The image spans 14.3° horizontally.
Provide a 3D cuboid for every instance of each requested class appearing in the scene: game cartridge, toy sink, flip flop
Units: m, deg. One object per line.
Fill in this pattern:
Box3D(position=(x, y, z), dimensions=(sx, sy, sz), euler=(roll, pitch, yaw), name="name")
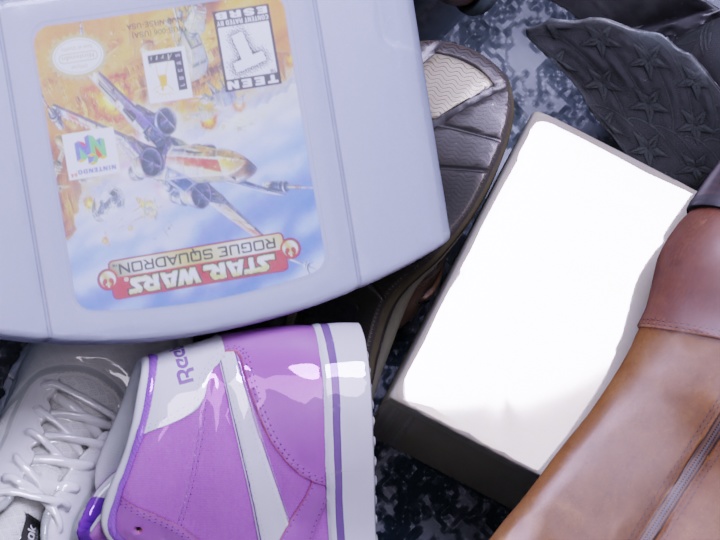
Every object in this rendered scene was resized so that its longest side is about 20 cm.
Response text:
Box3D(position=(-0.069, -0.042, 1.065), dimensions=(0.200, 0.042, 0.133), euler=(-10, 87, -14), name="game cartridge")
Box3D(position=(0.122, 0.048, 1.144), dimensions=(0.200, 0.112, 0.130), euler=(27, 78, 1), name="toy sink")
Box3D(position=(0.000, 0.000, 1.147), dimensions=(0.081, 0.058, 0.200), euler=(26, 104, 16), name="flip flop")

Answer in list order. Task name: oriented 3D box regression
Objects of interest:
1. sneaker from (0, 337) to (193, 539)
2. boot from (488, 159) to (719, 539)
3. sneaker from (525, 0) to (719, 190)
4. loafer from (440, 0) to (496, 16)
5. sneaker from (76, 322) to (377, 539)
Box3D(position=(-0.123, 0.086, 1.117), dimensions=(0.075, 0.081, 0.200), euler=(28, 76, -1), name="sneaker")
Box3D(position=(0.168, 0.075, 1.051), dimensions=(0.188, 0.068, 0.200), euler=(30, 78, 1), name="boot")
Box3D(position=(0.161, -0.052, 1.190), dimensions=(0.200, 0.104, 0.060), euler=(50, 41, -31), name="sneaker")
Box3D(position=(0.022, -0.184, 1.160), dimensions=(0.063, 0.072, 0.200), euler=(13, 48, -20), name="loafer")
Box3D(position=(-0.050, 0.118, 1.104), dimensions=(0.114, 0.073, 0.201), euler=(-7, 107, -9), name="sneaker")
